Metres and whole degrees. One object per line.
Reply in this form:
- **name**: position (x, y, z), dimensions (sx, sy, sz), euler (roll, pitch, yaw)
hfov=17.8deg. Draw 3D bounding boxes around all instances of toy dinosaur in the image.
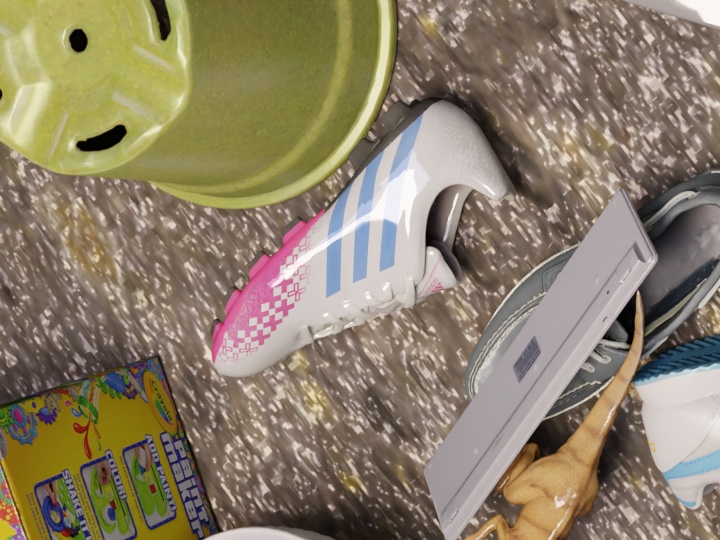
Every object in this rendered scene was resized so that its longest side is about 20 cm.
- **toy dinosaur**: position (0.105, 0.104, 1.166), dimensions (0.060, 0.106, 0.201), euler (29, 95, -6)

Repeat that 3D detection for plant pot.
- **plant pot**: position (-0.106, -0.123, 1.184), dimensions (0.199, 0.184, 0.202), euler (3, 98, 22)

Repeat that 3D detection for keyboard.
- **keyboard**: position (0.087, 0.050, 1.159), dimensions (0.011, 0.056, 0.201), euler (20, 121, -22)

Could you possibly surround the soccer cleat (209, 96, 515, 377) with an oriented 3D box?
- **soccer cleat**: position (0.000, 0.000, 1.219), dimensions (0.086, 0.070, 0.200), euler (45, 111, 11)

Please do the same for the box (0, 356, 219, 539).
- **box**: position (-0.215, 0.145, 1.262), dimensions (0.199, 0.192, 0.123), euler (-21, 89, 24)

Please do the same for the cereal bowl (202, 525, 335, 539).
- **cereal bowl**: position (-0.031, 0.234, 1.197), dimensions (0.199, 0.083, 0.202), euler (-4, 83, 35)

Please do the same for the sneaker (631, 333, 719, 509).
- **sneaker**: position (0.237, 0.067, 1.135), dimensions (0.199, 0.076, 0.081), euler (-10, 102, 29)

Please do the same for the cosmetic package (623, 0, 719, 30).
- **cosmetic package**: position (0.181, -0.171, 1.115), dimensions (0.199, 0.090, 0.108), euler (22, 105, 21)

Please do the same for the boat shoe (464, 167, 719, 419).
- **boat shoe**: position (0.124, 0.017, 1.174), dimensions (0.200, 0.062, 0.073), euler (-37, 85, 23)
